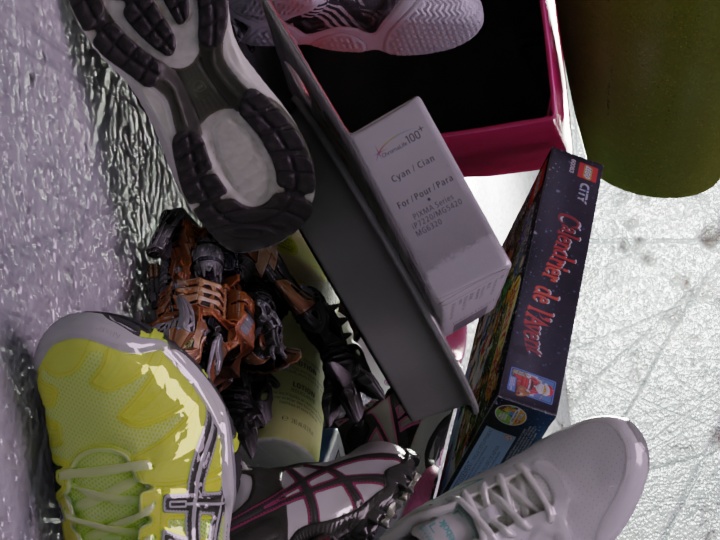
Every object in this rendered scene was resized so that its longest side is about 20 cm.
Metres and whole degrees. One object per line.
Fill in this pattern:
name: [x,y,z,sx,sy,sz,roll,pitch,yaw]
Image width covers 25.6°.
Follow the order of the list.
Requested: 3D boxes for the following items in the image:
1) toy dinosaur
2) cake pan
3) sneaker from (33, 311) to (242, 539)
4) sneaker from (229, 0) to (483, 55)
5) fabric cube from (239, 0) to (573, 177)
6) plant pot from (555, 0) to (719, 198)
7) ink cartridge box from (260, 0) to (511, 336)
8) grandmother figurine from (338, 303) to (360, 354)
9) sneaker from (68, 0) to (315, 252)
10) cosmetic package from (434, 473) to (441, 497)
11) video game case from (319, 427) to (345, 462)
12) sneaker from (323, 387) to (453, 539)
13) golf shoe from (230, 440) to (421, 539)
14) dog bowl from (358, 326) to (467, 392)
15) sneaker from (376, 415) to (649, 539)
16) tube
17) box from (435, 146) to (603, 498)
toy dinosaur: [-0.057,0.017,0.804,0.136,0.101,0.200,60,41,-21]
cake pan: [0.000,0.000,0.873,0.201,0.037,0.200,59,-1,2]
sneaker: [-0.085,0.112,0.640,0.077,0.075,0.202,-65,143,-64]
sneaker: [-0.025,-0.188,0.888,0.075,0.198,0.116,-30,-118,59]
fabric cube: [0.029,-0.164,1.043,0.199,0.198,0.199,17,65,-79]
plant pot: [0.202,-0.157,1.028,0.188,0.185,0.202,-78,173,-57]
ink cartridge box: [0.015,-0.056,0.838,0.177,0.044,0.200,61,-2,7]
grandmother figurine: [-0.014,0.024,1.066,0.200,0.060,0.123,-60,153,-67]
sneaker: [-0.089,-0.107,0.766,0.089,0.076,0.202,-134,-158,-75]
cosmetic package: [0.030,0.223,1.157,0.151,0.051,0.202,69,19,-53]
video game case: [-0.030,0.217,0.897,0.200,0.045,0.183,-67,147,-66]
sneaker: [0.014,0.113,1.060,0.200,0.085,0.081,-67,172,-62]
golf shoe: [-0.031,0.119,0.787,0.078,0.088,0.200,-58,171,22]
dog bowl: [0.035,-0.002,1.261,0.200,0.073,0.203,-7,90,-78]
sneaker: [0.073,0.146,0.879,0.071,0.199,0.080,58,8,28]
tube: [-0.043,0.037,0.933,0.201,0.051,0.058,-85,167,-46]
box: [0.100,0.041,1.001,0.137,0.037,0.201,111,-3,-51]
